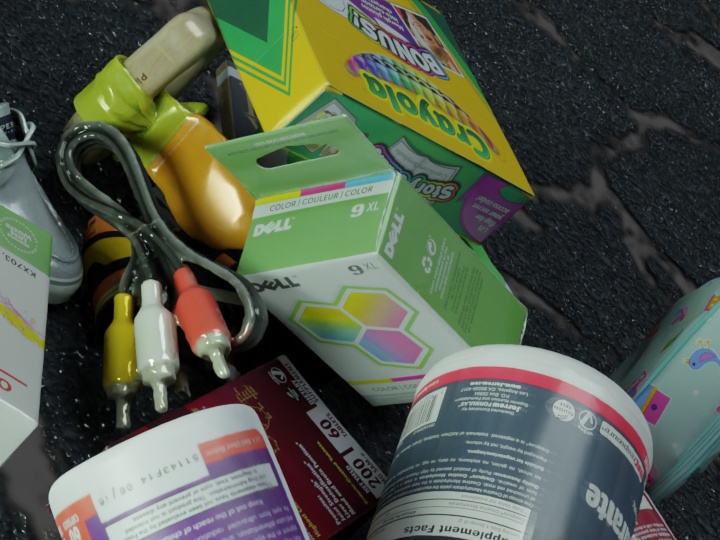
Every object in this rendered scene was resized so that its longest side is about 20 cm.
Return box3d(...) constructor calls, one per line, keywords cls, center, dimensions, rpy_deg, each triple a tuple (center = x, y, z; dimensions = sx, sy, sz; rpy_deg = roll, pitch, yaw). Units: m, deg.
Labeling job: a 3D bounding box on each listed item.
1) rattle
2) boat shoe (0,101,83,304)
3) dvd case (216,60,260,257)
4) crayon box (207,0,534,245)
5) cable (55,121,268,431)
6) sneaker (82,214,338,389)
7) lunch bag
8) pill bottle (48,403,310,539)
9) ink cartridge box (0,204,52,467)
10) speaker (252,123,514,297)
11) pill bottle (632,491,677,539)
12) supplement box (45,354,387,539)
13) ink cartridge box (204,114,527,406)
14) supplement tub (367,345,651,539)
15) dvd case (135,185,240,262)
box3d(cls="rattle", center=(-0.103, -0.085, 1.440), dimensions=(0.142, 0.131, 0.200), rpy_deg=(31, -9, -1))
box3d(cls="boat shoe", center=(-0.225, -0.069, 1.308), dimensions=(0.201, 0.072, 0.070), rpy_deg=(45, 26, -1))
box3d(cls="dvd case", center=(-0.029, -0.047, 1.562), dimensions=(0.148, 0.016, 0.201), rpy_deg=(29, 31, -29))
box3d(cls="crayon box", center=(0.001, -0.122, 1.417), dimensions=(0.199, 0.058, 0.173), rpy_deg=(24, 31, -45))
box3d(cls="cable", center=(-0.116, -0.012, 1.282), dimensions=(0.050, 0.097, 0.201), rpy_deg=(42, 26, -63))
box3d(cls="sneaker", center=(-0.082, 0.011, 1.395), dimensions=(0.199, 0.070, 0.090), rpy_deg=(14, 42, -40))
box3d(cls="lunch bag", center=(0.209, 0.090, 1.553), dimensions=(0.077, 0.161, 0.200), rpy_deg=(41, -10, 2))
box3d(cls="pill bottle", center=(-0.064, 0.176, 1.098), dimensions=(0.111, 0.111, 0.201), rpy_deg=(-7, 71, -57))
box3d(cls="ink cartridge box", center=(-0.223, 0.035, 1.169), dimensions=(0.117, 0.067, 0.201), rpy_deg=(31, 30, -25))
box3d(cls="speaker", center=(0.015, -0.022, 1.464), dimensions=(0.200, 0.088, 0.088), rpy_deg=(51, 28, 10))
box3d(cls="pill bottle", center=(0.160, 0.211, 1.410), dimensions=(0.109, 0.110, 0.201), rpy_deg=(5, 46, -51))
box3d(cls="supplement box", center=(-0.071, 0.126, 1.263), dimensions=(0.109, 0.061, 0.200), rpy_deg=(49, 28, 8))
box3d(cls="ink cartridge box", center=(0.000, 0.000, 1.320), dimensions=(0.200, 0.103, 0.060), rpy_deg=(45, 49, -39))
box3d(cls="supplement tub", center=(0.074, 0.156, 1.259), dimensions=(0.140, 0.140, 0.201), rpy_deg=(34, 53, -19))
box3d(cls="dvd case", center=(-0.057, -0.024, 1.543), dimensions=(0.149, 0.016, 0.200), rpy_deg=(45, 27, 0))
